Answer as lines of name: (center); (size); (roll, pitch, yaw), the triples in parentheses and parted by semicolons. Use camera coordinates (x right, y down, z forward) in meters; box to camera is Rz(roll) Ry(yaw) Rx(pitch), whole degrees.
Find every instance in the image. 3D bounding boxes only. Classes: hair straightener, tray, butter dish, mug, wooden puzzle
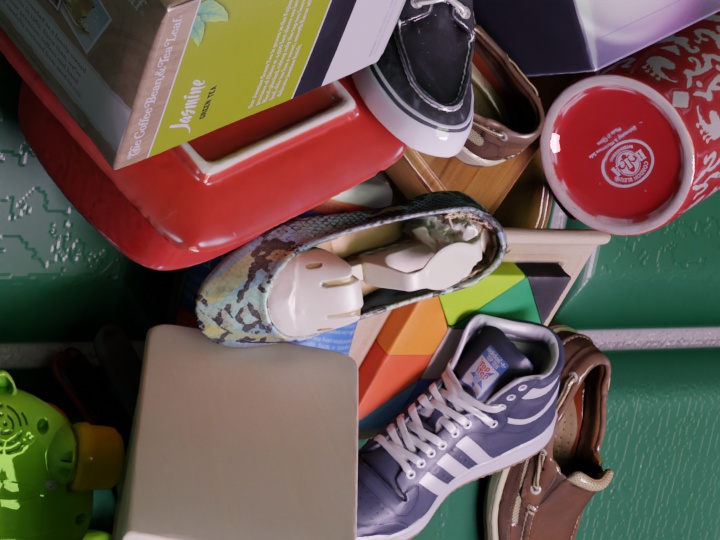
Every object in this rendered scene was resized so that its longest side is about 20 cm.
hair straightener: (-0.103, 0.118, 1.682); (0.201, 0.077, 0.041); (58, 28, -1)
tray: (0.089, -0.125, 1.829); (0.099, 0.037, 0.200); (50, 63, -30)
butter dish: (-0.110, -0.074, 1.615); (0.199, 0.200, 0.148); (-28, 158, -42)
mug: (0.201, -0.085, 1.857); (0.200, 0.133, 0.178); (-35, 147, -57)
wooden puzzle: (0.057, 0.048, 1.839); (0.184, 0.037, 0.200); (0, 134, -43)

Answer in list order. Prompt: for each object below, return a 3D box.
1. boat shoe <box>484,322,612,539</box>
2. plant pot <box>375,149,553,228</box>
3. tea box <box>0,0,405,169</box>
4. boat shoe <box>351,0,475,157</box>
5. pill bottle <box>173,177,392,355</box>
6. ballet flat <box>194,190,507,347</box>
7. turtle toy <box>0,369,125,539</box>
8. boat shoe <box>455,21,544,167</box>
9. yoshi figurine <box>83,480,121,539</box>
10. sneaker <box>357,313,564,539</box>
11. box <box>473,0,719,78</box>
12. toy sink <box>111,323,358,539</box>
boat shoe: (0.137, 0.143, 1.974); (0.074, 0.075, 0.203); (-14, 116, -39)
plant pot: (0.063, -0.042, 1.876); (0.199, 0.027, 0.201); (-19, 119, -38)
tea box: (-0.099, -0.194, 1.516); (0.196, 0.200, 0.134); (-23, 154, -34)
boat shoe: (0.036, -0.155, 1.634); (0.071, 0.201, 0.068); (15, 133, -21)
pill bottle: (-0.058, 0.029, 1.730); (0.112, 0.112, 0.201); (9, 99, -45)
ballet flat: (0.000, 0.000, 1.649); (0.199, 0.074, 0.075); (-21, 121, -24)
turtle toy: (-0.224, 0.150, 1.629); (0.145, 0.101, 0.201); (5, 107, -20)
boat shoe: (0.038, -0.148, 1.727); (0.202, 0.075, 0.075); (40, 70, -18)
yoshi figurine: (-0.111, 0.183, 1.749); (0.199, 0.112, 0.113); (-5, 103, -45)
sneaker: (0.051, 0.100, 1.800); (0.199, 0.070, 0.109); (-28, 150, -29)
box: (0.154, -0.247, 1.777); (0.199, 0.123, 0.199); (-27, 107, -33)
toy sink: (-0.075, 0.140, 1.606); (0.130, 0.200, 0.112); (9, 124, -7)
